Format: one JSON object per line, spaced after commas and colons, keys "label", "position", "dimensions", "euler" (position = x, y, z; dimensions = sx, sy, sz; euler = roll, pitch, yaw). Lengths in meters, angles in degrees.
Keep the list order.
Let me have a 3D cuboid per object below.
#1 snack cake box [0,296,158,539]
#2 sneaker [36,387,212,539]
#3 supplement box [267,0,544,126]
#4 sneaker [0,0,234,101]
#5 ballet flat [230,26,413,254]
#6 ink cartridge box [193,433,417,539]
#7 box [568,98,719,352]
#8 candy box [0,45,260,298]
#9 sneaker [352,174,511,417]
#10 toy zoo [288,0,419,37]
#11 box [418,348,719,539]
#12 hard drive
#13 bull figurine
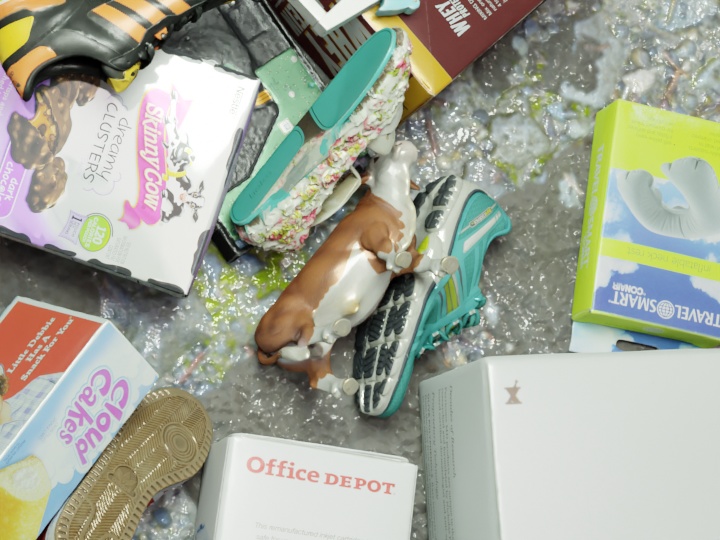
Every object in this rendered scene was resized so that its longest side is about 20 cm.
{"label": "snack cake box", "position": [-0.248, 0.120, 1.536], "dimensions": [0.200, 0.115, 0.067], "euler": [-54, 127, -21]}
{"label": "sneaker", "position": [-0.187, 0.168, 1.590], "dimensions": [0.071, 0.112, 0.200], "euler": [45, 41, -5]}
{"label": "supplement box", "position": [0.041, -0.249, 1.690], "dimensions": [0.200, 0.133, 0.197], "euler": [-42, 93, -19]}
{"label": "sneaker", "position": [-0.156, -0.169, 1.539], "dimensions": [0.200, 0.070, 0.090], "euler": [-12, 77, -10]}
{"label": "ballet flat", "position": [-0.016, -0.091, 1.611], "dimensions": [0.064, 0.076, 0.200], "euler": [31, 112, -29]}
{"label": "ink cartridge box", "position": [-0.048, 0.230, 1.602], "dimensions": [0.146, 0.086, 0.200], "euler": [10, 76, -15]}
{"label": "box", "position": [0.238, -0.025, 1.752], "dimensions": [0.122, 0.048, 0.200], "euler": [12, 76, -14]}
{"label": "candy box", "position": [-0.191, -0.090, 1.598], "dimensions": [0.200, 0.072, 0.168], "euler": [19, 86, -3]}
{"label": "sneaker", "position": [0.057, 0.025, 1.679], "dimensions": [0.080, 0.077, 0.200], "euler": [31, 74, -21]}
{"label": "toy zoo", "position": [-0.029, -0.261, 1.591], "dimensions": [0.200, 0.020, 0.131], "euler": [46, 71, -3]}
{"label": "box", "position": [0.163, 0.165, 1.629], "dimensions": [0.199, 0.171, 0.200], "euler": [-1, 80, -16]}
{"label": "hard drive", "position": [-0.099, -0.125, 1.677], "dimensions": [0.140, 0.038, 0.200], "euler": [-36, 90, -19]}
{"label": "bull figurine", "position": [0.000, 0.000, 1.636], "dimensions": [0.065, 0.121, 0.200], "euler": [35, 90, -32]}
